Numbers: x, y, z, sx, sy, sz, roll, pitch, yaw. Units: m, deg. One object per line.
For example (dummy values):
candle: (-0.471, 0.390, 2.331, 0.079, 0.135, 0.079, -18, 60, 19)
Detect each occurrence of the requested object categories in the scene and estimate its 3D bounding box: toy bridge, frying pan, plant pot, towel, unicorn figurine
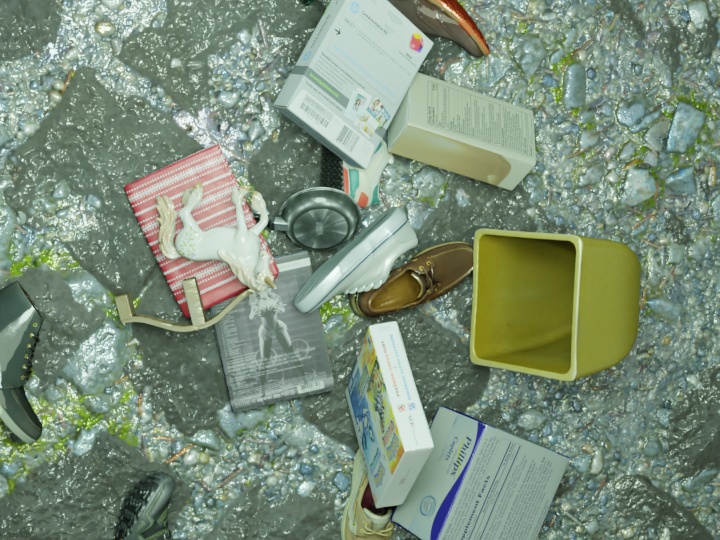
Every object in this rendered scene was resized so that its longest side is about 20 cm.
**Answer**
toy bridge: (-0.218, 0.043, 1.555, 0.199, 0.027, 0.067, -13, 96, -1)
frying pan: (-0.089, -0.076, 1.595, 0.189, 0.031, 0.115, 15, 132, -21)
plant pot: (0.296, 0.042, 1.678, 0.200, 0.194, 0.196, -1, 95, -41)
towel: (-0.212, -0.051, 1.578, 0.144, 0.022, 0.201, -25, 97, -1)
unicorn figurine: (-0.171, -0.042, 1.519, 0.199, 0.074, 0.138, 1, 82, 26)

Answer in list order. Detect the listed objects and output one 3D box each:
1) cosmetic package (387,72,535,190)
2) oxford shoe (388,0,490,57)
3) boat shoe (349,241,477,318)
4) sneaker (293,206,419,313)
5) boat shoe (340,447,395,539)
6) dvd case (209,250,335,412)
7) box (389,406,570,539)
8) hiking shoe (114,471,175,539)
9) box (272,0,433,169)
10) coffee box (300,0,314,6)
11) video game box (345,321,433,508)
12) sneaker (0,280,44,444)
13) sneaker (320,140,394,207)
cosmetic package: (0.142, -0.195, 1.646, 0.199, 0.071, 0.106, 16, 54, -17)
oxford shoe: (0.099, -0.358, 1.653, 0.200, 0.071, 0.073, 38, 112, -20)
boat shoe: (0.084, 0.018, 1.670, 0.200, 0.068, 0.072, -23, 101, -14)
sneaker: (0.000, 0.000, 1.604, 0.200, 0.073, 0.071, -41, 104, -9)
boat shoe: (0.017, 0.346, 1.679, 0.074, 0.066, 0.201, 1, 95, -18)
dvd case: (-0.126, 0.084, 1.628, 0.148, 0.016, 0.201, -12, 99, -8)
box: (0.172, 0.312, 1.676, 0.200, 0.105, 0.184, 26, 86, -39)
hiking shoe: (-0.281, 0.368, 1.592, 0.100, 0.076, 0.201, 21, 98, -27)
box: (-0.007, -0.259, 1.544, 0.156, 0.041, 0.200, 34, 81, -38)
coffee box: (-0.006, -0.443, 1.573, 0.200, 0.123, 0.044, -45, 103, -8)
video game box: (0.034, 0.196, 1.567, 0.047, 0.200, 0.183, -9, 60, -17)
sneaker: (-0.437, 0.119, 1.509, 0.106, 0.075, 0.200, -29, 102, -11)
sneaker: (0.001, -0.183, 1.635, 0.093, 0.070, 0.201, 3, 92, -35)
